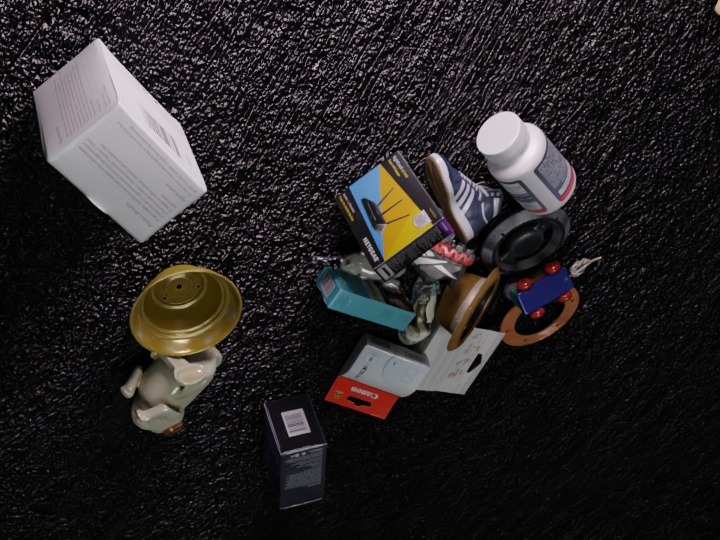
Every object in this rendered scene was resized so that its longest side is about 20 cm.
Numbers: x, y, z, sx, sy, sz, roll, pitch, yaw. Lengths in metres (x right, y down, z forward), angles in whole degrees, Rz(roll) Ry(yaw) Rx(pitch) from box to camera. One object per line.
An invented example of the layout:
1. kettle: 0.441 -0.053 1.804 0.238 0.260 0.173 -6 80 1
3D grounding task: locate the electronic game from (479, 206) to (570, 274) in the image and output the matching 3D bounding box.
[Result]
1. electronic game: 0.338 -0.063 1.821 0.198 0.042 0.201 -14 142 -11

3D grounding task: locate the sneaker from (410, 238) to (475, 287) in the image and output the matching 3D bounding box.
1. sneaker: 0.113 -0.026 1.660 0.199 0.071 0.099 20 103 -15

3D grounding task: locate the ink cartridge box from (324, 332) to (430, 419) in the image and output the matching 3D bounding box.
1. ink cartridge box: 0.034 0.244 1.919 0.159 0.047 0.201 21 118 -19

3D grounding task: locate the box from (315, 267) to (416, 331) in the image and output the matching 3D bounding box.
1. box: 0.012 0.054 1.742 0.199 0.083 0.049 19 119 -37

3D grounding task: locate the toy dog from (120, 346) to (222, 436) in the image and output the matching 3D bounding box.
1. toy dog: -0.370 0.223 1.693 0.201 0.139 0.194 -57 165 24

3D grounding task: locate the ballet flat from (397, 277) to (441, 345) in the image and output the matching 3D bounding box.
1. ballet flat: 0.125 0.098 1.846 0.073 0.075 0.201 -7 132 -20

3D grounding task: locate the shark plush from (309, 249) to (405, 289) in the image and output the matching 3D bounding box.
1. shark plush: 0.000 0.000 1.695 0.198 0.083 0.092 -8 90 -24

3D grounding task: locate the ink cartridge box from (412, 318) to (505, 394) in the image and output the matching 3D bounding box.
1. ink cartridge box: 0.201 0.188 1.977 0.175 0.045 0.201 10 124 -30

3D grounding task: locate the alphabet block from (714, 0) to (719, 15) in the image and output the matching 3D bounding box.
1. alphabet block: 0.789 -0.487 1.550 0.194 0.201 0.197 1 128 -27

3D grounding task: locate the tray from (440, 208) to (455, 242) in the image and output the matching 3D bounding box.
1. tray: 0.102 -0.092 1.698 0.199 0.022 0.108 23 117 -38

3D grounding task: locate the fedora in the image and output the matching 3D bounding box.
1. fedora: 0.210 0.067 1.817 0.201 0.081 0.201 -53 164 -22

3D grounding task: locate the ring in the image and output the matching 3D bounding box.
1. ring: 0.402 0.098 2.001 0.199 0.019 0.201 -17 141 -14

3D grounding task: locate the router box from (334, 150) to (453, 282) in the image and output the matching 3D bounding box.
1. router box: 0.054 -0.097 1.544 0.149 0.201 0.051 -36 137 7

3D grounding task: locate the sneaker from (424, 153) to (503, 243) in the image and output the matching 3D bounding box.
1. sneaker: 0.197 -0.157 1.654 0.108 0.070 0.201 -35 127 -9

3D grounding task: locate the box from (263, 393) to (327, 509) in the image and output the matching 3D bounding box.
1. box: -0.145 0.393 1.922 0.103 0.149 0.201 -10 132 -17

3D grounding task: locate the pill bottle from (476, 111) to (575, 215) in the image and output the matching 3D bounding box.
1. pill bottle: 0.302 -0.200 1.629 0.119 0.120 0.200 -41 134 13

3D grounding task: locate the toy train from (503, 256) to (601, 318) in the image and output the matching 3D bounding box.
1. toy train: 0.404 0.016 1.881 0.199 0.116 0.085 -29 106 -8

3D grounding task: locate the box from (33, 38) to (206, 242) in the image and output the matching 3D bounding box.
1. box: -0.347 -0.186 1.274 0.130 0.201 0.199 -36 135 6

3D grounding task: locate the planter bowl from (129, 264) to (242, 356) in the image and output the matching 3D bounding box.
1. planter bowl: -0.318 0.052 1.581 0.198 0.084 0.202 -14 134 -15
